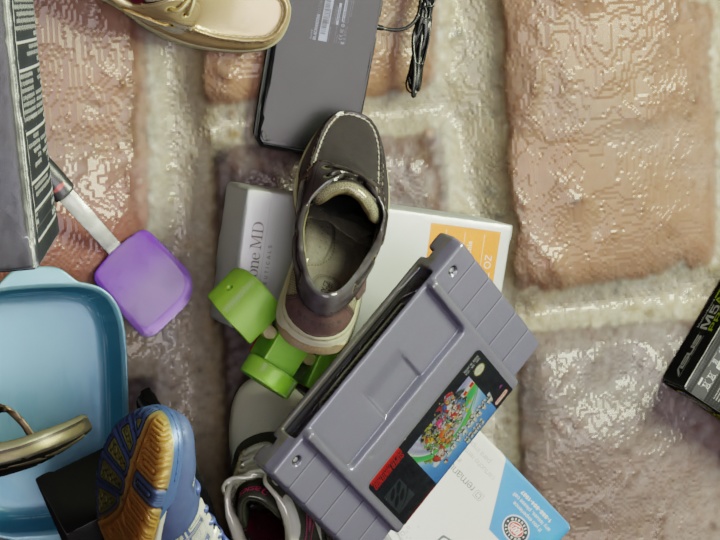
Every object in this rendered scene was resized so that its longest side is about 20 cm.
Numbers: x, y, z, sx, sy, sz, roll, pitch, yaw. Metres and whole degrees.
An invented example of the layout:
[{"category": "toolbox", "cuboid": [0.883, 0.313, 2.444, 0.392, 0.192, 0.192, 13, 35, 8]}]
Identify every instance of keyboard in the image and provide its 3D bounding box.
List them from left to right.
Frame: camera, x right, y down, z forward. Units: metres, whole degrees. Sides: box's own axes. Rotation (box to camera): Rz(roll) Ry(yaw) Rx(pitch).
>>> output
[{"category": "keyboard", "cuboid": [-0.002, -0.178, 1.554, 0.127, 0.021, 0.201, 10, 94, -11]}]

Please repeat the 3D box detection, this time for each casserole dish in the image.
[{"category": "casserole dish", "cuboid": [-0.225, 0.095, 1.507, 0.121, 0.039, 0.201, -4, 97, -16]}]

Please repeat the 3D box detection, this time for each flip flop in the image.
[{"category": "flip flop", "cuboid": [-0.280, 0.112, 1.442, 0.199, 0.081, 0.058, -6, 80, -11]}]

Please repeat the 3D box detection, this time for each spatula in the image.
[{"category": "spatula", "cuboid": [-0.196, -0.042, 1.510, 0.057, 0.021, 0.200, -43, 105, -7]}]

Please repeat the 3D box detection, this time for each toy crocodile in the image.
[{"category": "toy crocodile", "cuboid": [-0.021, 0.069, 1.484, 0.200, 0.062, 0.068, 34, 84, -21]}]

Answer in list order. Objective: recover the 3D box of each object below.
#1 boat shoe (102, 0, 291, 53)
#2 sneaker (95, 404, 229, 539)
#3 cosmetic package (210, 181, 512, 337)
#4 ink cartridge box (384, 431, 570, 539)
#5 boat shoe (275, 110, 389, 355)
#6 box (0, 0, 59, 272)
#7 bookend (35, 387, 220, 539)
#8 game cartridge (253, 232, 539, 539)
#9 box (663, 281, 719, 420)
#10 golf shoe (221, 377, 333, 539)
[{"category": "boat shoe", "cuboid": [-0.138, -0.201, 1.484, 0.199, 0.069, 0.074, 18, 92, -16]}, {"category": "sneaker", "cuboid": [-0.121, 0.167, 1.384, 0.088, 0.075, 0.201, -8, 126, -29]}, {"category": "cosmetic package", "cuboid": [0.000, 0.000, 1.546, 0.199, 0.071, 0.102, 7, 94, -16]}, {"category": "ink cartridge box", "cuboid": [0.029, 0.205, 1.568, 0.146, 0.086, 0.200, 46, 81, -14]}, {"category": "boat shoe", "cuboid": [-0.012, -0.037, 1.452, 0.072, 0.065, 0.200, 19, 51, -7]}, {"category": "box", "cuboid": [-0.268, -0.103, 1.382, 0.123, 0.200, 0.199, -6, 97, -3]}, {"category": "bookend", "cuboid": [-0.188, 0.220, 1.470, 0.199, 0.092, 0.199, -26, 123, -12]}, {"category": "game cartridge", "cuboid": [0.030, 0.089, 1.447, 0.200, 0.038, 0.130, -50, 129, -10]}, {"category": "box", "cuboid": [0.351, 0.044, 1.667, 0.160, 0.044, 0.200, 32, 87, -17]}, {"category": "golf shoe", "cuboid": [-0.058, 0.147, 1.489, 0.077, 0.201, 0.088, -22, 144, 12]}]
